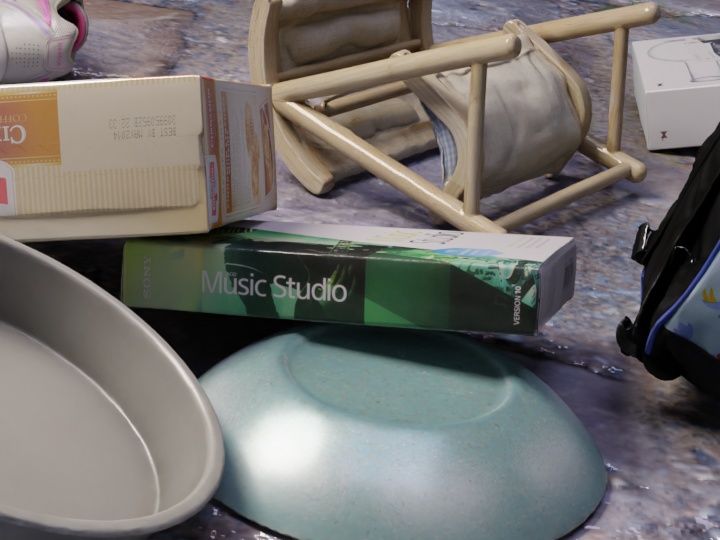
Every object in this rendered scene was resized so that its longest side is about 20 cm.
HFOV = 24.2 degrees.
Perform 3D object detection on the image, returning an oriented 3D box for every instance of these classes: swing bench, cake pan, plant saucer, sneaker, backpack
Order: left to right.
[{"bbox_3d":[-0.148,0.046,0.656,0.199,0.037,0.201,27,21,-11],"label":"cake pan"},{"bbox_3d":[-0.244,-0.182,1.231,0.088,0.082,0.200,4,30,-12],"label":"sneaker"},{"bbox_3d":[0.014,0.061,0.755,0.199,0.039,0.201,6,21,-2],"label":"plant saucer"},{"bbox_3d":[0.061,-0.116,1.097,0.199,0.131,0.198,15,23,33],"label":"swing bench"},{"bbox_3d":[0.239,-0.031,0.839,0.146,0.201,0.183,29,22,1],"label":"backpack"}]

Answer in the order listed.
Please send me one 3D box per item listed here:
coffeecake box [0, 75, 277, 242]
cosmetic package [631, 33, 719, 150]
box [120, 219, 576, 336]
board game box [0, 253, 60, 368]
[{"bbox_3d":[-0.132,-0.056,0.844,0.152,0.074,0.200,-2,5,6],"label":"coffeecake box"},{"bbox_3d":[0.313,-0.144,1.289,0.198,0.052,0.151,-5,23,7],"label":"cosmetic package"},{"bbox_3d":[0.000,0.000,0.828,0.198,0.037,0.144,2,6,13],"label":"box"},{"bbox_3d":[-0.216,0.035,0.749,0.125,0.035,0.200,9,22,0],"label":"board game box"}]
